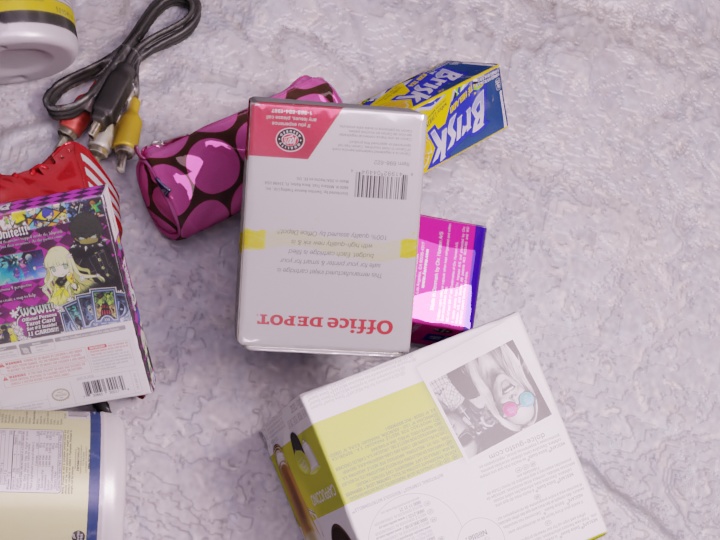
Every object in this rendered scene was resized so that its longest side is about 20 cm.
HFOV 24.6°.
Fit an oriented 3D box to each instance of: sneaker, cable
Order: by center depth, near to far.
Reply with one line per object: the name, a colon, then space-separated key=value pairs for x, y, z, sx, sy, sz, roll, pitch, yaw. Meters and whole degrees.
sneaker: x=-0.301 y=-0.065 z=1.436 sx=0.200 sy=0.078 sz=0.116 roll=22 pitch=46 yaw=-29
cable: x=-0.220 y=-0.181 z=1.521 sx=0.097 sy=0.050 sz=0.200 roll=19 pitch=60 yaw=11

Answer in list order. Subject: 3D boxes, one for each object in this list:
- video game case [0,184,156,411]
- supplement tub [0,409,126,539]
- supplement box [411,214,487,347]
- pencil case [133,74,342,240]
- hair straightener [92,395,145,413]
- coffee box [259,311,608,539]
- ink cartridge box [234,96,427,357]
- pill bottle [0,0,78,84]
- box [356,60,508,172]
video game case: x=-0.287 y=0.034 z=1.373 sx=0.199 sy=0.036 sz=0.182 roll=-11 pitch=110 yaw=3
supplement tub: x=-0.295 y=0.186 z=1.347 sx=0.199 sy=0.145 sz=0.146 roll=2 pitch=76 yaw=-11
supplement box: x=0.000 y=0.000 z=1.477 sx=0.199 sy=0.101 sz=0.104 roll=11 pitch=76 yaw=-8
pencil case: x=-0.103 y=-0.107 z=1.488 sx=0.200 sy=0.091 sz=0.094 roll=-27 pitch=96 yaw=-20
hair straightener: x=-0.277 y=0.055 z=1.437 sx=0.077 sy=0.041 sz=0.200 roll=-39 pitch=87 yaw=-18
coffee box: x=0.055 y=0.176 z=1.393 sx=0.199 sy=0.200 sz=0.198 roll=-20 pitch=82 yaw=-16
ink cartridge box: x=-0.028 y=-0.037 z=1.361 sx=0.145 sy=0.083 sz=0.201 roll=4 pitch=98 yaw=-7
pill bottle: x=-0.320 y=-0.278 z=1.474 sx=0.114 sy=0.114 sz=0.201 roll=-7 pitch=78 yaw=-13
box: x=0.045 y=-0.129 z=1.490 sx=0.200 sy=0.070 sz=0.065 roll=-31 pitch=120 yaw=-39
